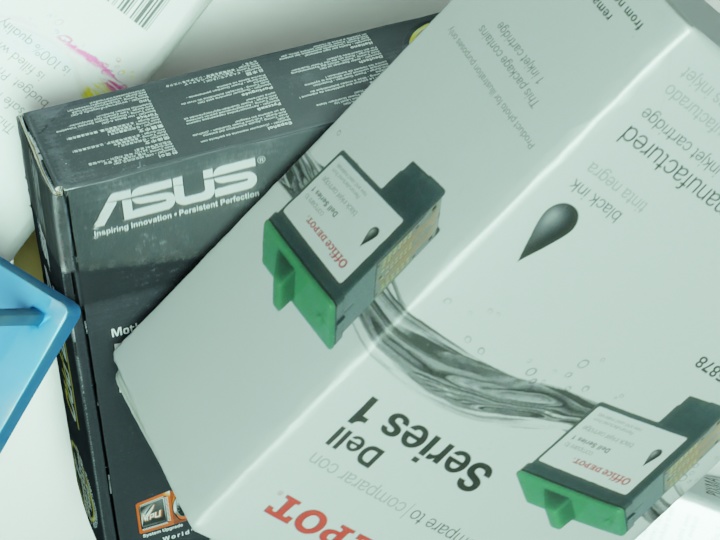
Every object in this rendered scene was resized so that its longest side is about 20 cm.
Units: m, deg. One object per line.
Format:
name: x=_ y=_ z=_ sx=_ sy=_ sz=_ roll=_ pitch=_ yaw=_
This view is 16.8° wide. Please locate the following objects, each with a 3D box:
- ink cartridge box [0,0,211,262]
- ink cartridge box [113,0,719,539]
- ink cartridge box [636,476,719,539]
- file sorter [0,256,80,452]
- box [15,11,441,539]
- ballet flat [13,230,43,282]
ink cartridge box: x=-0.134 y=-0.075 z=0.786 sx=0.115 sy=0.068 sz=0.200 roll=38 pitch=92 yaw=-14
ink cartridge box: x=0.048 y=0.010 z=0.723 sx=0.200 sy=0.084 sz=0.146 roll=-46 pitch=132 yaw=14
ink cartridge box: x=0.086 y=0.147 z=0.897 sx=0.200 sy=0.057 sz=0.163 roll=20 pitch=97 yaw=6
file sorter: x=-0.211 y=0.020 z=0.681 sx=0.200 sy=0.123 sz=0.139 roll=31 pitch=96 yaw=9
box: x=0.000 y=0.000 z=0.783 sx=0.200 sy=0.049 sz=0.161 roll=-15 pitch=131 yaw=-14
ballet flat: x=-0.024 y=-0.036 z=0.819 sx=0.200 sy=0.063 sz=0.069 roll=-26 pitch=102 yaw=-5
